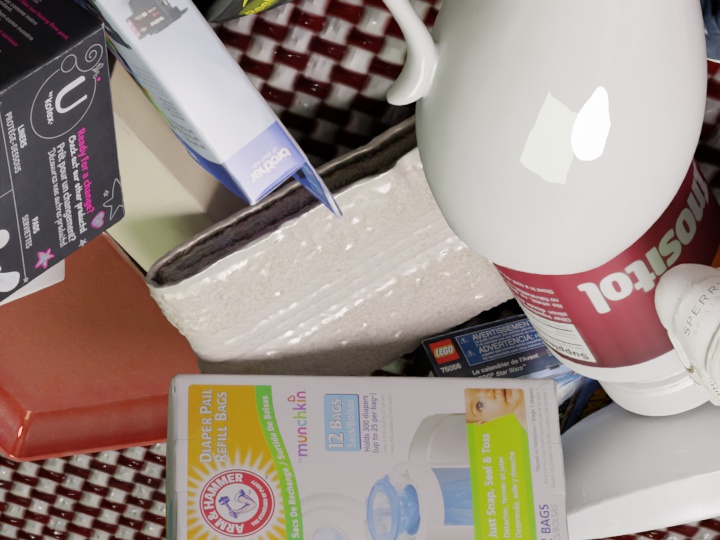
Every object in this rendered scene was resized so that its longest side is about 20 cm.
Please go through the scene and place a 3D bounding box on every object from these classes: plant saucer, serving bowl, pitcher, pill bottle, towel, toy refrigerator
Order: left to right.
[{"bbox_3d":[-0.180,0.037,1.378,0.199,0.037,0.200,-10,139,28],"label":"plant saucer"},{"bbox_3d":[-0.094,-0.045,1.209,0.070,0.076,0.200,-13,137,31],"label":"toy refrigerator"},{"bbox_3d":[0.000,0.000,1.190,0.200,0.035,0.133,-29,134,-3],"label":"towel"},{"bbox_3d":[0.064,-0.101,0.949,0.171,0.121,0.201,1,128,-10],"label":"pitcher"},{"bbox_3d":[0.123,-0.018,1.147,0.113,0.113,0.200,-9,139,27],"label":"pill bottle"},{"bbox_3d":[0.187,0.095,1.278,0.199,0.066,0.200,-12,166,-3],"label":"serving bowl"}]

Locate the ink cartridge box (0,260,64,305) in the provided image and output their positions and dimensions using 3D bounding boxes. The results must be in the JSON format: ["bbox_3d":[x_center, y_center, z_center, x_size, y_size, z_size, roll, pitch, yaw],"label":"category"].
[{"bbox_3d":[-0.275,-0.024,1.223,0.199,0.146,0.085,2,100,16],"label":"ink cartridge box"}]

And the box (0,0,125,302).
[{"bbox_3d":[-0.216,-0.091,1.073,0.200,0.115,0.132,38,149,28],"label":"box"}]

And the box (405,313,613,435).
[{"bbox_3d":[0.077,0.091,1.312,0.136,0.040,0.200,-13,151,-23],"label":"box"}]

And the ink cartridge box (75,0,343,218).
[{"bbox_3d":[-0.090,-0.103,1.065,0.200,0.042,0.119,51,175,-23],"label":"ink cartridge box"}]

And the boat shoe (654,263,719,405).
[{"bbox_3d":[0.190,0.035,1.105,0.069,0.071,0.200,37,179,27],"label":"boat shoe"}]

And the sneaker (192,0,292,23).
[{"bbox_3d":[-0.051,-0.177,0.991,0.074,0.084,0.200,46,161,34],"label":"sneaker"}]

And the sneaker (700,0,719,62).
[{"bbox_3d":[0.177,-0.116,0.970,0.084,0.075,0.200,-13,-168,-34],"label":"sneaker"}]

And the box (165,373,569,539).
[{"bbox_3d":[0.000,0.125,1.182,0.199,0.113,0.102,1,145,-5],"label":"box"}]
